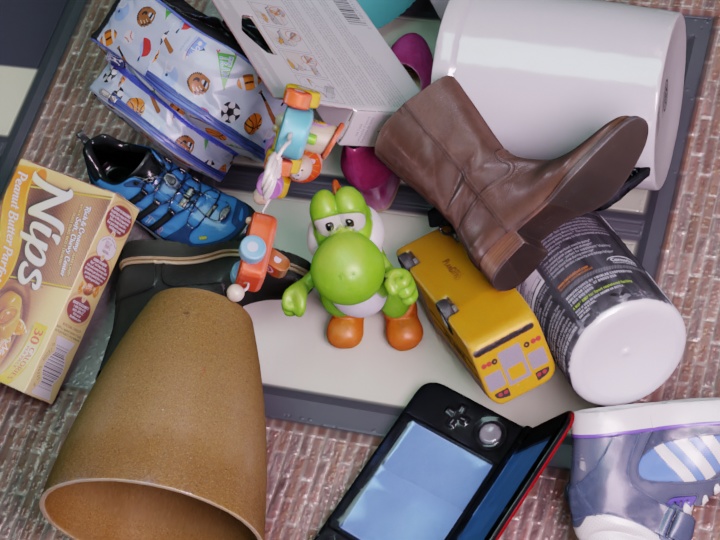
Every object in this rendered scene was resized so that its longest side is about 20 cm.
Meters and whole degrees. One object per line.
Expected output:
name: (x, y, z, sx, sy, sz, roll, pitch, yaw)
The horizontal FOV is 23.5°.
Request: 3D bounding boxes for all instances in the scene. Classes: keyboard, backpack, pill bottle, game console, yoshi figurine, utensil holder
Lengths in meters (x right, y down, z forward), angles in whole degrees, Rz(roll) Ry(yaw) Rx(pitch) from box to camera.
keyboard: (0.141, -0.071, 1.474, 0.199, 0.040, 0.104, -6, 23, 43)
backpack: (-0.146, -0.175, 1.626, 0.190, 0.199, 0.155, 28, 95, 36)
pill bottle: (0.185, 0.015, 1.451, 0.106, 0.107, 0.200, -26, 38, -2)
game console: (0.060, 0.179, 1.392, 0.172, 0.119, 0.201, 27, 69, 27)
yoshi figurine: (-0.005, 0.013, 1.462, 0.112, 0.200, 0.112, -41, 59, -13)
utensil holder: (0.179, -0.162, 1.542, 0.198, 0.170, 0.171, 8, 61, 17)

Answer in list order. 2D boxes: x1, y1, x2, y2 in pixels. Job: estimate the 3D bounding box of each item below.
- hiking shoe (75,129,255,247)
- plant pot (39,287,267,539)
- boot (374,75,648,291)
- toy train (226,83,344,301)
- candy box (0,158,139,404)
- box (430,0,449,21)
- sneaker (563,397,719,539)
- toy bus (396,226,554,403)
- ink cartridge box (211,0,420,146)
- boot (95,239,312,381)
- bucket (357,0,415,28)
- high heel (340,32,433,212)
hiking shoe: (-0.184, -0.067, 1.628, 0.199, 0.087, 0.075, 20, 66, 25)
plant pot: (-0.152, 0.124, 1.443, 0.185, 0.187, 0.201, 2, 59, 16)
boot: (0.117, -0.110, 1.424, 0.186, 0.064, 0.200, -44, 53, 10)
toy train: (-0.060, -0.063, 1.429, 0.055, 0.200, 0.151, 16, 62, -6)
candy box: (-0.300, 0.009, 1.604, 0.115, 0.055, 0.201, 20, 81, 25)
box: (0.140, -0.327, 1.665, 0.097, 0.124, 0.201, 0, 60, 30)
sneaker: (0.259, 0.178, 1.377, 0.198, 0.081, 0.148, -3, 87, -16)
toy bus: (0.094, 0.030, 1.469, 0.065, 0.079, 0.200, -28, 27, -4)
ink cartridge box: (-0.048, -0.191, 1.556, 0.175, 0.045, 0.201, 2, 41, -34)
boot: (-0.138, 0.050, 1.562, 0.198, 0.077, 0.139, 0, 64, 28)
bucket: (-0.030, -0.331, 1.684, 0.206, 0.208, 0.135, -21, 55, 1)
high heel: (0.023, -0.161, 1.623, 0.067, 0.096, 0.201, 10, 62, 20)
